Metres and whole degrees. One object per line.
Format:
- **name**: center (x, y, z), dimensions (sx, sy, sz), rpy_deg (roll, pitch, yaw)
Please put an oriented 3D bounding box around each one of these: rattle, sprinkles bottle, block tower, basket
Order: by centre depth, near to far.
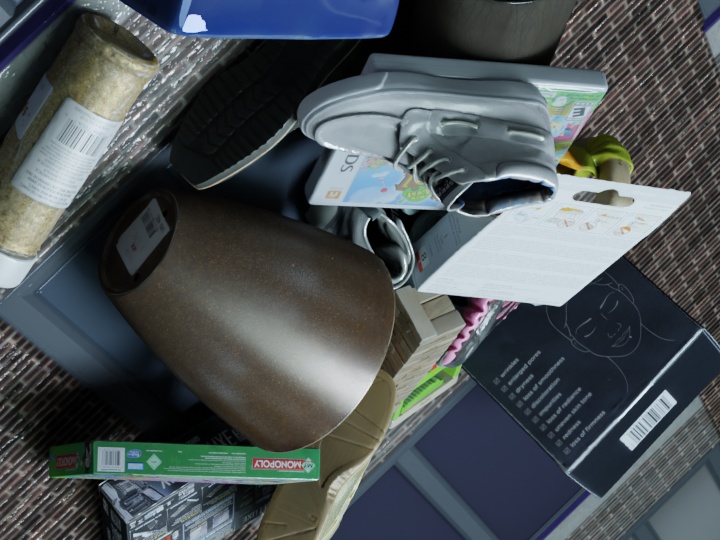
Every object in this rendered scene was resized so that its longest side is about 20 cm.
- **sprinkles bottle**: center (-0.222, -0.084, 1.434), dimensions (0.201, 0.068, 0.068), rpy_deg (-54, 148, 15)
- **basket**: center (0.102, -0.202, 1.624), dimensions (0.201, 0.135, 0.181), rpy_deg (105, 13, -49)
- **block tower**: center (0.030, 0.079, 1.852), dimensions (0.058, 0.054, 0.200), rpy_deg (-22, 161, -30)
- **rattle**: center (0.162, -0.055, 1.932), dimensions (0.142, 0.131, 0.200), rpy_deg (0, 155, -36)

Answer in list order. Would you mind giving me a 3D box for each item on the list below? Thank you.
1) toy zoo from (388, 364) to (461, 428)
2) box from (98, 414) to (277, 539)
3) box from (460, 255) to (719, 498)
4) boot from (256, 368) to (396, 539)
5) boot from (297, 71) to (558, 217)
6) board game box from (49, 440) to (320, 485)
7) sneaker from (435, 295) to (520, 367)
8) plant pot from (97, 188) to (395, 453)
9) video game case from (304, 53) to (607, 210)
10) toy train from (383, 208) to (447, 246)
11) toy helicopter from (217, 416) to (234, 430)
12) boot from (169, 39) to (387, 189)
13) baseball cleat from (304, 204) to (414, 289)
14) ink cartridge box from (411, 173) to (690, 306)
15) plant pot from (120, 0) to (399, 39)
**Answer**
- **toy zoo**: center (0.081, 0.047, 1.954), dimensions (0.131, 0.020, 0.201), rpy_deg (-31, 144, -51)
- **box**: center (-0.144, 0.201, 1.865), dimensions (0.199, 0.050, 0.158), rpy_deg (-31, 154, -21)
- **box**: center (0.231, 0.087, 2.053), dimensions (0.200, 0.197, 0.124), rpy_deg (-46, 150, 3)
- **boot**: center (-0.030, 0.184, 1.851), dimensions (0.155, 0.072, 0.201), rpy_deg (82, 34, -81)
- **boot**: center (0.055, -0.091, 1.516), dimensions (0.198, 0.096, 0.074), rpy_deg (-2, 148, -12)
- **board game box**: center (-0.150, 0.164, 1.705), dimensions (0.198, 0.029, 0.134), rpy_deg (4, 171, -24)
- **sneaker**: center (0.137, 0.010, 1.851), dimensions (0.095, 0.079, 0.201), rpy_deg (25, 102, -35)
- **plant pot**: center (-0.106, 0.020, 1.609), dimensions (0.200, 0.187, 0.187), rpy_deg (33, 101, -36)
- **video game case**: center (0.074, -0.105, 1.614), dimensions (0.198, 0.022, 0.182), rpy_deg (2, 148, -20)
- **toy train**: center (0.060, -0.076, 1.775), dimensions (0.114, 0.085, 0.201), rpy_deg (-44, 151, -20)
- **toy helicopter**: center (-0.052, 0.094, 1.725), dimensions (0.079, 0.200, 0.133), rpy_deg (41, 80, -16)
- **boot**: center (-0.049, -0.123, 1.596), dimensions (0.200, 0.077, 0.138), rpy_deg (-43, 154, -1)
- **baseball cleat**: center (0.000, 0.000, 1.763), dimensions (0.070, 0.106, 0.200), rpy_deg (-41, 151, -16)
- **ink cartridge box**: center (0.156, -0.040, 1.701), dimensions (0.161, 0.050, 0.200), rpy_deg (6, 146, -31)
- **plant pot**: center (-0.081, -0.267, 1.272), dimensions (0.199, 0.200, 0.181), rpy_deg (-6, 125, -46)
